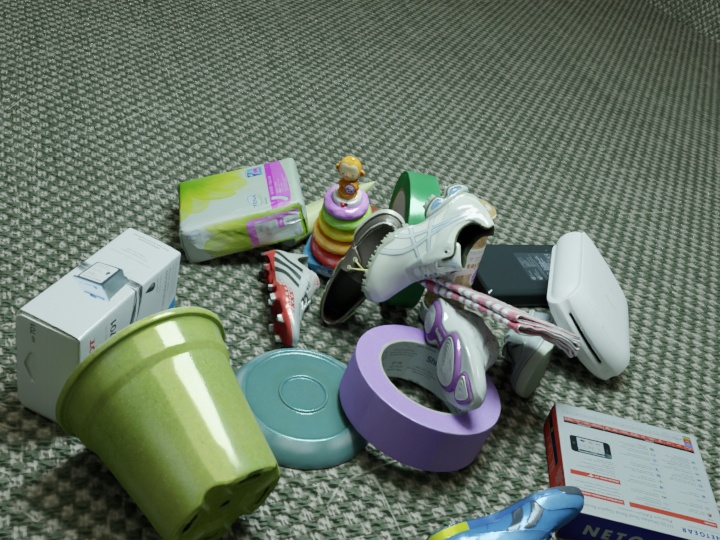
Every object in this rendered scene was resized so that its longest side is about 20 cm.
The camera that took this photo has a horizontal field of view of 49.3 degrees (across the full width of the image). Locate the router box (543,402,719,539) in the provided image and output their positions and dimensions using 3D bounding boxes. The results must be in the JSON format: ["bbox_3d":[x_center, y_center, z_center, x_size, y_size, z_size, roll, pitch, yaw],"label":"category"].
[{"bbox_3d":[0.336,0.265,0.984,0.197,0.049,0.180,14,35,-1],"label":"router box"}]

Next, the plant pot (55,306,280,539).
[{"bbox_3d":[-0.184,0.175,0.816,0.199,0.202,0.185,-18,57,-38],"label":"plant pot"}]

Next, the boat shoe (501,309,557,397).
[{"bbox_3d":[0.242,0.116,1.147,0.071,0.071,0.201,21,29,18],"label":"boat shoe"}]

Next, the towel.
[{"bbox_3d":[0.180,0.056,1.044,0.145,0.030,0.199,20,4,-40],"label":"towel"}]

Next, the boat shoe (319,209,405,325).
[{"bbox_3d":[0.000,0.000,1.102,0.071,0.201,0.060,32,38,-7],"label":"boat shoe"}]

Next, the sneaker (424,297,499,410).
[{"bbox_3d":[0.142,0.103,0.988,0.098,0.076,0.201,16,28,-13],"label":"sneaker"}]

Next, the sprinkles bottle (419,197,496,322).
[{"bbox_3d":[0.141,-0.008,1.156,0.067,0.202,0.069,9,33,-6],"label":"sprinkles bottle"}]

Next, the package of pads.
[{"bbox_3d":[-0.186,-0.096,1.232,0.197,0.069,0.155,-14,38,-3],"label":"package of pads"}]

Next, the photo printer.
[{"bbox_3d":[0.350,0.055,1.199,0.167,0.069,0.201,54,31,-17],"label":"photo printer"}]

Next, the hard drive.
[{"bbox_3d":[0.273,0.005,1.336,0.197,0.033,0.140,0,37,-20],"label":"hard drive"}]

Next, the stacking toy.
[{"bbox_3d":[-0.020,-0.089,1.179,0.114,0.202,0.111,17,49,8],"label":"stacking toy"}]

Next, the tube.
[{"bbox_3d":[-0.055,-0.101,1.326,0.058,0.053,0.199,23,40,36],"label":"tube"}]

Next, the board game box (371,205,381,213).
[{"bbox_3d":[-0.004,-0.056,1.332,0.102,0.020,0.200,25,36,13],"label":"board game box"}]

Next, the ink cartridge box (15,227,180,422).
[{"bbox_3d":[-0.308,0.066,0.938,0.085,0.148,0.200,22,36,9],"label":"ink cartridge box"}]

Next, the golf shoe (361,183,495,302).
[{"bbox_3d":[0.089,-0.021,1.030,0.097,0.200,0.078,46,2,39],"label":"golf shoe"}]

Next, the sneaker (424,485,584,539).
[{"bbox_3d":[0.166,0.298,0.848,0.197,0.067,0.079,-16,50,-17],"label":"sneaker"}]

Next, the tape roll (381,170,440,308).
[{"bbox_3d":[0.071,-0.046,1.185,0.047,0.203,0.202,9,35,-8],"label":"tape roll"}]

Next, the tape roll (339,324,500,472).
[{"bbox_3d":[0.075,0.157,0.995,0.197,0.066,0.201,19,27,-10],"label":"tape roll"}]

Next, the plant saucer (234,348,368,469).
[{"bbox_3d":[-0.074,0.163,0.995,0.197,0.028,0.201,10,36,-7],"label":"plant saucer"}]

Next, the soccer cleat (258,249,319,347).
[{"bbox_3d":[-0.096,0.034,1.133,0.084,0.070,0.201,-1,33,-15],"label":"soccer cleat"}]
